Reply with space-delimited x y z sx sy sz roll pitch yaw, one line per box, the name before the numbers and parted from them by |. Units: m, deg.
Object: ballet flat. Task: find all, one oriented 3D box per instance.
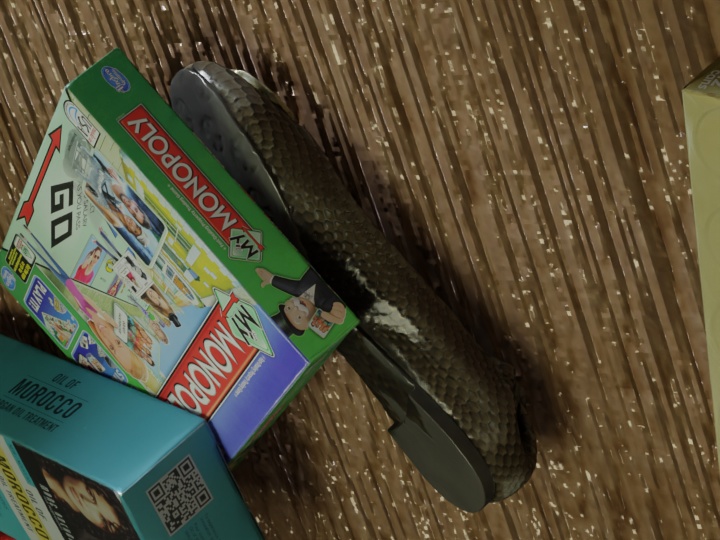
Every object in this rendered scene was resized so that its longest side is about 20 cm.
ballet flat | 0.000 0.000 0.888 0.200 0.046 0.067 52 157 8

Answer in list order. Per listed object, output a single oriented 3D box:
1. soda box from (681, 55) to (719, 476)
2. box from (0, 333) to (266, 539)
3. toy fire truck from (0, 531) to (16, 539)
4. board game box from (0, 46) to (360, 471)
soda box | 0.151 0.022 0.739 0.067 0.064 0.201 15 129 36
box | -0.124 0.085 1.026 0.200 0.049 0.083 17 139 49
toy fire truck | -0.142 0.161 1.064 0.199 0.141 0.049 -3 117 44
board game box | -0.079 0.009 0.940 0.135 0.029 0.200 49 155 5
